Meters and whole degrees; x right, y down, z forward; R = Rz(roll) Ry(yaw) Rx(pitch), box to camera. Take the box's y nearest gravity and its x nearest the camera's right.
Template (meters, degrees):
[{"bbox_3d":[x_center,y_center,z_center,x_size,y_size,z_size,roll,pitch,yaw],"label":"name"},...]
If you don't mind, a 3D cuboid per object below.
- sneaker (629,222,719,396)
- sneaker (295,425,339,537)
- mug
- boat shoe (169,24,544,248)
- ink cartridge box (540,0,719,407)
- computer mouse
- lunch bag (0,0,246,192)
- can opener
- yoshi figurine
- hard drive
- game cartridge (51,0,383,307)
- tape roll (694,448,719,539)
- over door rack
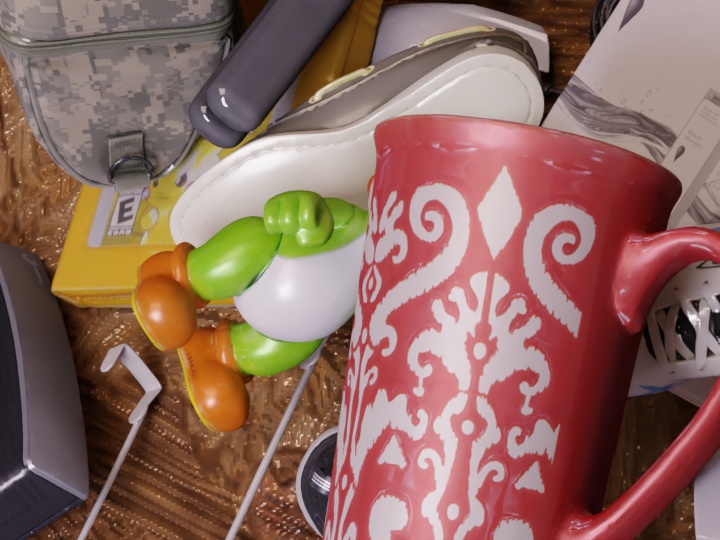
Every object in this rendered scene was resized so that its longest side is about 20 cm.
[{"bbox_3d":[0.168,0.014,1.181,0.199,0.072,0.072,-14,96,19],"label":"sneaker"},{"bbox_3d":[0.058,0.139,1.247,0.199,0.114,0.076,29,92,0],"label":"sneaker"},{"bbox_3d":[0.062,0.049,1.121,0.177,0.133,0.202,-3,73,59],"label":"mug"},{"bbox_3d":[-0.001,-0.060,1.365,0.201,0.072,0.060,-25,23,14],"label":"boat shoe"},{"bbox_3d":[0.164,-0.057,1.290,0.201,0.082,0.147,-58,37,11],"label":"ink cartridge box"},{"bbox_3d":[0.059,-0.102,1.433,0.199,0.044,0.110,7,73,29],"label":"computer mouse"},{"bbox_3d":[-0.143,-0.161,1.454,0.138,0.169,0.201,-7,44,-18],"label":"lunch bag"},{"bbox_3d":[-0.033,-0.154,1.394,0.200,0.067,0.053,-55,10,-26],"label":"can opener"},{"bbox_3d":[0.000,0.005,1.283,0.199,0.112,0.113,-26,81,8],"label":"yoshi figurine"},{"bbox_3d":[-0.215,0.076,1.464,0.134,0.042,0.201,-33,40,11],"label":"hard drive"},{"bbox_3d":[-0.076,-0.077,1.474,0.175,0.032,0.201,-2,69,42],"label":"game cartridge"},{"bbox_3d":[0.201,0.143,1.159,0.066,0.200,0.202,-12,64,20],"label":"tape roll"},{"bbox_3d":[-0.083,0.120,1.376,0.147,0.066,0.201,-19,46,41],"label":"over door rack"}]
